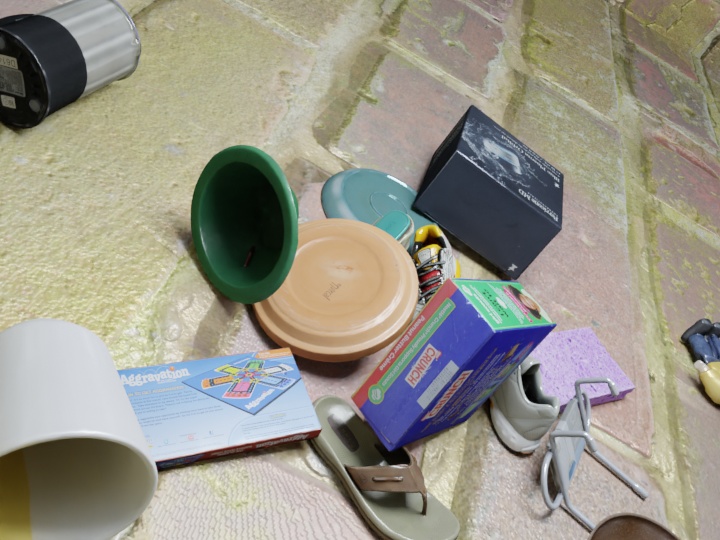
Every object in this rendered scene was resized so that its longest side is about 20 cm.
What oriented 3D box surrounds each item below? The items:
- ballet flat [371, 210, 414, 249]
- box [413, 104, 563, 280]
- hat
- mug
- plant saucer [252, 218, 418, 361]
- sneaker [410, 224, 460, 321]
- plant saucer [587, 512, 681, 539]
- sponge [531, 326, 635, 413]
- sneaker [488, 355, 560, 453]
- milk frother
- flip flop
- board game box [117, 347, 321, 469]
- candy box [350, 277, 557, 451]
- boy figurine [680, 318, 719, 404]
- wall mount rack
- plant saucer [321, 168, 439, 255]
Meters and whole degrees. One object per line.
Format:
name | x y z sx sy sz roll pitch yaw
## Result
ballet flat | 0.000 0.000 0.974 0.067 0.063 0.199 37 59 27
box | 0.205 -0.126 1.197 0.196 0.118 0.201 35 34 -7
hat | -0.090 -0.066 0.926 0.175 0.165 0.202 -4 67 -54
mug | -0.264 0.118 0.605 0.185 0.150 0.154 11 34 -35
plant saucer | -0.030 0.013 0.902 0.197 0.033 0.202 0 51 0
sneaker | 0.087 0.017 0.994 0.201 0.077 0.083 -88 158 -54
plant saucer | 0.305 0.362 0.817 0.198 0.037 0.202 18 47 -20
sponge | 0.283 0.136 1.064 0.198 0.030 0.112 -3 51 -37
sneaker | 0.178 0.118 0.957 0.075 0.092 0.201 -9 54 -40
milk frother | -0.383 -0.309 0.928 0.179 0.201 0.189 30 37 3
flip flop | 0.023 0.200 0.785 0.200 0.058 0.081 48 40 18
board game box | -0.144 0.133 0.756 0.197 0.020 0.104 -4 52 -31
candy box | 0.105 0.095 0.827 0.077 0.170 0.199 47 21 22
boy figurine | 0.576 0.170 1.212 0.123 0.065 0.202 17 37 -24
wall mount rack | 0.283 0.235 0.924 0.200 0.074 0.176 -41 118 -51
plant saucer | 0.037 -0.085 1.129 0.198 0.028 0.202 20 39 -17
